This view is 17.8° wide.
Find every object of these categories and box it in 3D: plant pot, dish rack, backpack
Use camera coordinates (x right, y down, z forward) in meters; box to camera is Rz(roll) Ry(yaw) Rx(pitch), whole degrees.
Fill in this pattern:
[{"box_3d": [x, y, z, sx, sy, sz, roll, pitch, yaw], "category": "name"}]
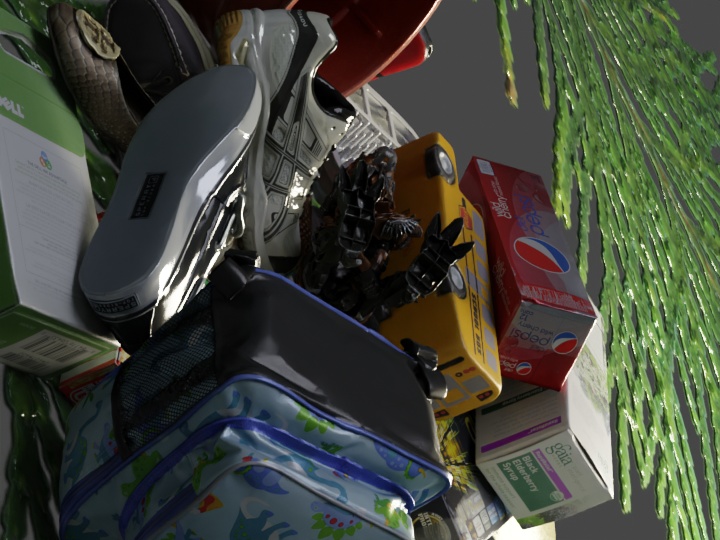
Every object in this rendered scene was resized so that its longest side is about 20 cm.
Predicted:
[{"box_3d": [-0.064, -0.240, 1.623, 0.195, 0.201, 0.200, 49, 17, 18], "category": "plant pot"}, {"box_3d": [0.004, -0.079, 1.789, 0.172, 0.043, 0.201, 42, 21, -37], "category": "dish rack"}, {"box_3d": [-0.070, 0.117, 1.292, 0.182, 0.200, 0.148, 29, 42, -33], "category": "backpack"}]

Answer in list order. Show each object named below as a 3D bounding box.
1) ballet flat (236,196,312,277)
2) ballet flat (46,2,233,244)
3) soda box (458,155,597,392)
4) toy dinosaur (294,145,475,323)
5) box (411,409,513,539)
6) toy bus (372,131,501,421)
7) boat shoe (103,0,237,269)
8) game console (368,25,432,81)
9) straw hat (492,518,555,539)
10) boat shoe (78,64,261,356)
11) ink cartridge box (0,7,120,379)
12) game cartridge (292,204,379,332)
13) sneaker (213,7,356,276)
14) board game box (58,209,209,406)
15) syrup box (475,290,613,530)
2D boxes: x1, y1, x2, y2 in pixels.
[{"box_3d": [-0.068, -0.088, 1.661, 0.065, 0.070, 0.201, 40, 33, -43], "category": "ballet flat"}, {"box_3d": [-0.130, -0.088, 1.417, 0.201, 0.046, 0.068, 58, 19, -32], "category": "ballet flat"}, {"box_3d": [0.113, 0.000, 1.701, 0.063, 0.070, 0.201, 16, 29, -18], "category": "soda box"}, {"box_3d": [0.000, 0.000, 1.570, 0.101, 0.136, 0.202, 9, 65, -28], "category": "toy dinosaur"}, {"box_3d": [0.059, 0.117, 1.688, 0.162, 0.049, 0.200, 69, 21, 0], "category": "box"}, {"box_3d": [0.051, 0.000, 1.637, 0.078, 0.065, 0.201, 44, 31, -41], "category": "toy bus"}, {"box_3d": [-0.132, -0.097, 1.524, 0.065, 0.071, 0.202, 12, 64, -69], "category": "boat shoe"}, {"box_3d": [-0.012, -0.265, 1.892, 0.119, 0.172, 0.201, -40, 108, -39], "category": "game console"}, {"box_3d": [0.150, 0.145, 1.907, 0.201, 0.085, 0.202, 47, 31, -39], "category": "straw hat"}, {"box_3d": [-0.101, -0.035, 1.357, 0.068, 0.073, 0.200, 65, 31, -41], "category": "boat shoe"}, {"box_3d": [-0.204, -0.048, 1.329, 0.104, 0.059, 0.202, 29, 44, -59], "category": "ink cartridge box"}, {"box_3d": [0.004, 0.053, 1.733, 0.133, 0.041, 0.202, 25, 47, -64], "category": "game cartridge"}, {"box_3d": [-0.044, -0.080, 1.523, 0.076, 0.087, 0.201, -104, -172, -53], "category": "sneaker"}, {"box_3d": [-0.105, 0.073, 1.457, 0.200, 0.046, 0.152, 51, 28, -34], "category": "board game box"}, {"box_3d": [0.136, 0.088, 1.725, 0.079, 0.081, 0.201, 54, 25, -33], "category": "syrup box"}]
